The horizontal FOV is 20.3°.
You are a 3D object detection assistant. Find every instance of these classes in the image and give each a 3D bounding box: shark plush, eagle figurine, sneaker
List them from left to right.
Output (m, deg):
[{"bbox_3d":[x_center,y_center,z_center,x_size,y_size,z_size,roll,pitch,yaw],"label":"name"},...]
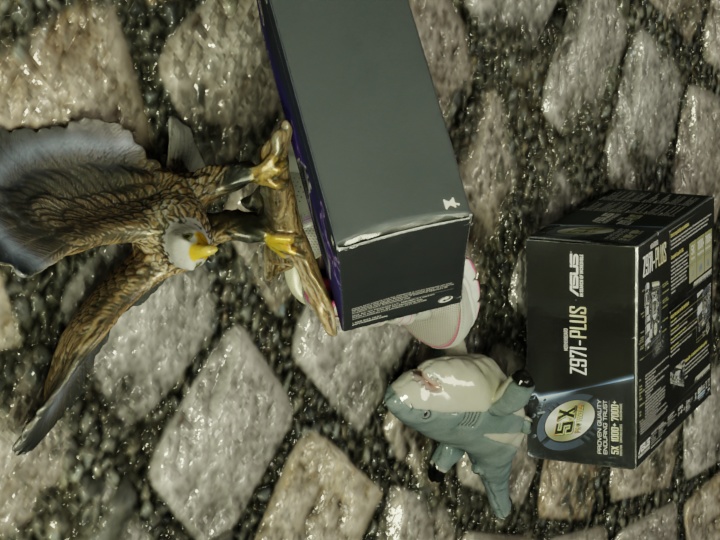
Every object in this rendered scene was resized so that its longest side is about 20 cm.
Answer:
[{"bbox_3d":[-0.121,-0.011,1.069,0.199,0.151,0.152,-22,73,-19],"label":"eagle figurine"},{"bbox_3d":[0.000,0.000,1.257,0.200,0.081,0.089,44,63,-39],"label":"sneaker"},{"bbox_3d":[0.068,0.111,1.411,0.083,0.091,0.200,-45,155,-14],"label":"shark plush"}]

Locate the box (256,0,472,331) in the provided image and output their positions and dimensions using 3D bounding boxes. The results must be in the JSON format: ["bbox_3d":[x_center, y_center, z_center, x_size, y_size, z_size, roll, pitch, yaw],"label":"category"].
[{"bbox_3d":[-0.002,-0.087,1.111,0.141,0.078,0.201,95,-19,-70],"label":"box"}]

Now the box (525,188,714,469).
[{"bbox_3d":[0.194,0.038,1.489,0.200,0.086,0.165,-28,119,-62],"label":"box"}]
